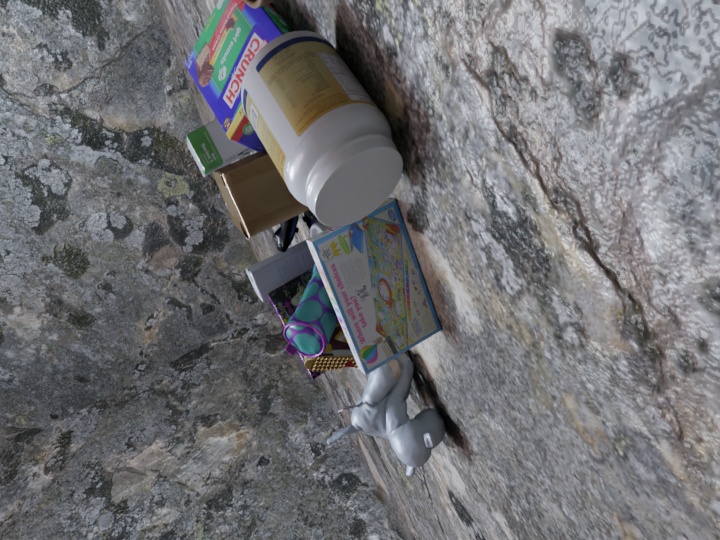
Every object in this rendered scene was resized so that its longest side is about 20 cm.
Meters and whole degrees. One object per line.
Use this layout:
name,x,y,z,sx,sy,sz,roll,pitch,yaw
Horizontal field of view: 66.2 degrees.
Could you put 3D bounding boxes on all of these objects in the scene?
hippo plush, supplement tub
hippo plush,0.075,0.256,0.981,0.159,0.198,0.163,33,121,27
supplement tub,-0.048,-0.170,0.672,0.203,0.141,0.146,58,165,24

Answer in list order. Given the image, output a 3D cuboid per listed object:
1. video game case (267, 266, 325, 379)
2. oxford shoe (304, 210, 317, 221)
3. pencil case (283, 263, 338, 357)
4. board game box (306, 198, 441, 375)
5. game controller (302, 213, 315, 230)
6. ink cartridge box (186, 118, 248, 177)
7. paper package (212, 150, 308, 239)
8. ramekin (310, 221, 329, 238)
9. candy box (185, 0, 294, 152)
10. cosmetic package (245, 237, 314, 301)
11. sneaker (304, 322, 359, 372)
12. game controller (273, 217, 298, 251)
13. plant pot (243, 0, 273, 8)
video game case,-0.071,0.090,1.140,0.203,0.178,0.036,56,166,21
oxford shoe,-0.109,-0.191,1.063,0.084,0.071,0.205,-49,-64,-87
pencil case,-0.075,0.061,1.024,0.091,0.202,0.085,-28,116,35
board game box,0.022,0.022,0.773,0.205,0.132,0.034,68,165,-16
game controller,-0.076,-0.091,1.138,0.201,0.041,0.106,51,161,43
ink cartridge box,-0.277,-0.295,1.217,0.086,0.197,0.146,62,168,-11
paper package,-0.129,-0.150,0.907,0.106,0.196,0.190,67,167,-18
ramekin,0.000,0.000,0.901,0.205,0.092,0.204,59,166,23
candy box,-0.173,-0.317,0.846,0.076,0.170,0.202,7,-140,-51
cosmetic package,-0.150,-0.010,1.229,0.076,0.196,0.101,65,166,-12
sneaker,-0.016,0.137,1.057,0.076,0.193,0.092,117,149,-51
game controller,-0.154,-0.107,1.215,0.200,0.041,0.107,-97,28,-77
plant pot,-0.113,-0.411,0.605,0.203,0.091,0.203,57,165,24
